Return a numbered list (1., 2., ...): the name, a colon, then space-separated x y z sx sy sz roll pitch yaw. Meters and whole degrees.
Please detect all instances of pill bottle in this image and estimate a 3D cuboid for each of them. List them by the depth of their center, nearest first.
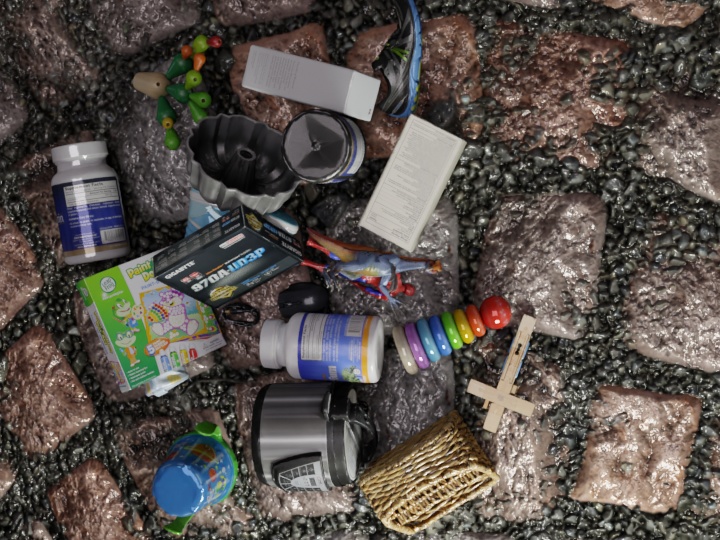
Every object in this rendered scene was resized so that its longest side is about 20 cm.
1. pill bottle: -0.051 -0.196 1.522 0.110 0.200 0.114 1 96 10
2. pill bottle: -0.064 0.128 1.601 0.197 0.112 0.114 1 96 11
3. pill bottle: -0.471 -0.117 1.650 0.114 0.116 0.203 -8 93 11

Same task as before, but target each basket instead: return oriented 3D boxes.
1. basket: 0.115 0.352 1.575 0.199 0.143 0.150 -33 88 12

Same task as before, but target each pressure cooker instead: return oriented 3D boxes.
1. pressure cooker: -0.070 0.270 1.585 0.197 0.176 0.181 -2 93 9

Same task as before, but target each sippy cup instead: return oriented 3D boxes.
1. sippy cup: -0.296 0.362 1.657 0.138 0.130 0.180 -15 93 12

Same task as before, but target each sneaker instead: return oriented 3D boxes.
1. sneaker: 0.059 -0.352 1.552 0.082 0.071 0.203 5 99 4
2. sneaker: -0.209 -0.059 1.630 0.198 0.079 0.132 19 102 11

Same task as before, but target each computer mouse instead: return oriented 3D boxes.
1. computer mouse: -0.151 0.062 1.650 0.197 0.034 0.059 -13 94 12

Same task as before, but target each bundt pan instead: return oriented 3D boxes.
1. bundt pan: -0.198 -0.164 1.567 0.201 0.202 0.076 33 130 5

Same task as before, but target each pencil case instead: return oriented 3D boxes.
1. pencil case: -0.372 0.117 1.667 0.082 0.091 0.202 -22 92 -1

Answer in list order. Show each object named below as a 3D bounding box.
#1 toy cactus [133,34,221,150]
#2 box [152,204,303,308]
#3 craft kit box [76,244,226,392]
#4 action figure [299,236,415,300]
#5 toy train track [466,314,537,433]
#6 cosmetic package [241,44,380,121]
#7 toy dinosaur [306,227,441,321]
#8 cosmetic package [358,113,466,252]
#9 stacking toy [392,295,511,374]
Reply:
1. toy cactus: -0.312 -0.310 1.627 0.163 0.102 0.203 18 102 27
2. box: -0.218 -0.018 1.576 0.198 0.159 0.046 -27 56 23
3. craft kit box: -0.351 0.075 1.618 0.048 0.199 0.199 -25 90 52
4. action figure: 0.000 0.000 1.610 0.198 0.052 0.066 23 105 2
5. toy train track: 0.250 0.171 1.592 0.114 0.033 0.202 21 93 15
6. cosmetic package: -0.080 -0.304 1.544 0.198 0.101 0.072 19 99 23
7. toy dinosaur: 0.034 -0.017 1.543 0.180 0.105 0.202 -20 82 -16
8. cosmetic package: 0.087 -0.144 1.567 0.103 0.073 0.202 28 100 6
9. stacking toy: 0.157 0.100 1.581 0.198 0.085 0.086 -21 92 6
